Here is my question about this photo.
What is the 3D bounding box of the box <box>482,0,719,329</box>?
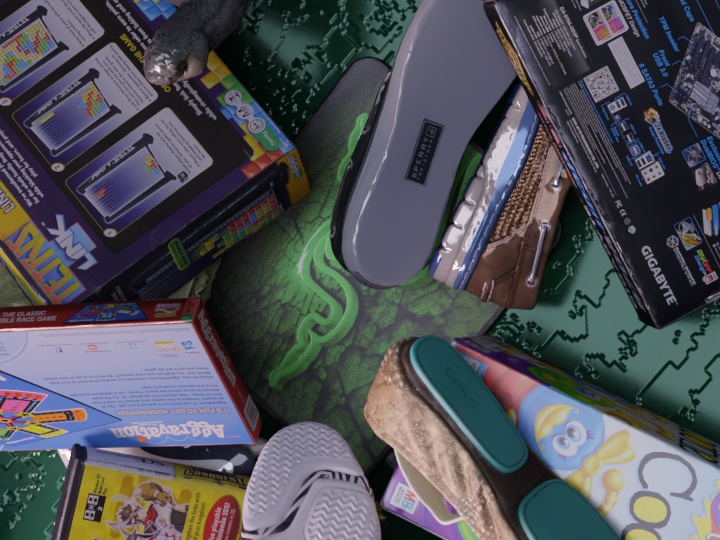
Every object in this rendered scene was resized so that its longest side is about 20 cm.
[{"bbox_3d":[0.179,-0.092,1.574,0.158,0.046,0.201,-29,96,-4],"label":"box"}]

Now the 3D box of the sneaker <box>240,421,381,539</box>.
[{"bbox_3d":[-0.024,0.189,1.601,0.075,0.115,0.201,-7,75,-5],"label":"sneaker"}]

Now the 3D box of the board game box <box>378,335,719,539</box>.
[{"bbox_3d":[0.129,0.123,1.602,0.199,0.105,0.104,26,96,13],"label":"board game box"}]

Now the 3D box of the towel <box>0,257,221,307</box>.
[{"bbox_3d":[-0.146,-0.017,1.671,0.147,0.037,0.201,11,65,13],"label":"towel"}]

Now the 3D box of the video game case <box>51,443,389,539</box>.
[{"bbox_3d":[-0.093,0.207,1.648,0.179,0.026,0.201,11,106,-11],"label":"video game case"}]

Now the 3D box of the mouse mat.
[{"bbox_3d":[0.000,0.000,1.687,0.161,0.008,0.200,41,99,12],"label":"mouse mat"}]

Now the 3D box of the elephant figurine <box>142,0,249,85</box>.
[{"bbox_3d":[-0.080,-0.204,1.618,0.199,0.155,0.142,-34,101,-15],"label":"elephant figurine"}]

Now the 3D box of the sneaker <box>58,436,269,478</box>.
[{"bbox_3d":[-0.106,0.093,1.684,0.129,0.079,0.200,-18,76,5],"label":"sneaker"}]

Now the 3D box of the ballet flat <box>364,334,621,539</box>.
[{"bbox_3d":[0.074,0.124,1.539,0.200,0.070,0.065,53,128,13],"label":"ballet flat"}]

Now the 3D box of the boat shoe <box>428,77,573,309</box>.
[{"bbox_3d":[0.111,-0.073,1.630,0.072,0.072,0.201,26,97,-2],"label":"boat shoe"}]

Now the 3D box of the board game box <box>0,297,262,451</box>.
[{"bbox_3d":[-0.161,0.058,1.594,0.199,0.103,0.020,-3,46,21],"label":"board game box"}]

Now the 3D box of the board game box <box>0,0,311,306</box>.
[{"bbox_3d":[-0.151,-0.075,1.651,0.165,0.057,0.200,-36,63,-8],"label":"board game box"}]

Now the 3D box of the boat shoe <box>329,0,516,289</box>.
[{"bbox_3d":[0.033,-0.088,1.644,0.068,0.057,0.201,25,88,-24],"label":"boat shoe"}]
